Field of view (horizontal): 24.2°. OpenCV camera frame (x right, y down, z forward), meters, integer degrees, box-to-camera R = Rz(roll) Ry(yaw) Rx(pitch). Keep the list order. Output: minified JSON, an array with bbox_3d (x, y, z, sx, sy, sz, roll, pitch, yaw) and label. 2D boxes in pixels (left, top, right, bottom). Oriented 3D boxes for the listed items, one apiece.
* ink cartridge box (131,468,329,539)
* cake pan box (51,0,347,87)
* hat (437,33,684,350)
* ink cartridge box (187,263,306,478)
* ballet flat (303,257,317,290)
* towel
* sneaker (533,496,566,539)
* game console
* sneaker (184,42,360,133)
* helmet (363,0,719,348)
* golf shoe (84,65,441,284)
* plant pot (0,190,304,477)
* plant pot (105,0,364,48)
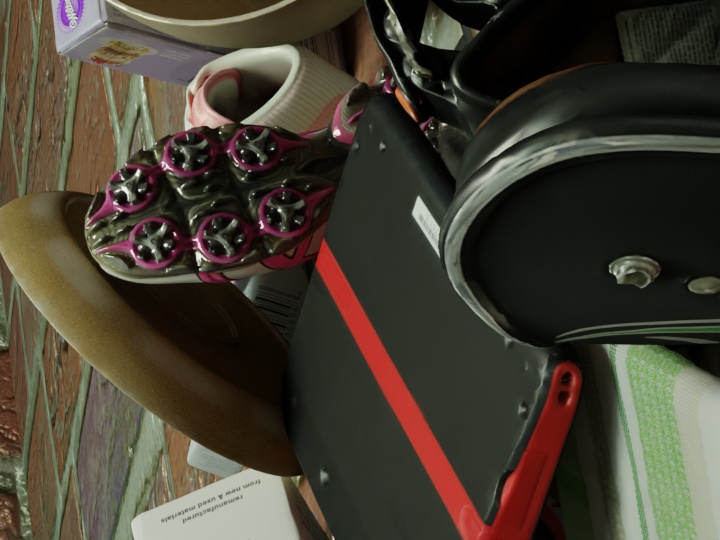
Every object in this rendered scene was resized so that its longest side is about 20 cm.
[{"bbox_3d":[-0.030,0.218,0.807,0.146,0.084,0.201,65,-177,-51],"label":"ink cartridge box"},{"bbox_3d":[-0.095,-0.198,0.988,0.052,0.199,0.186,-22,70,40],"label":"cake pan box"},{"bbox_3d":[0.076,-0.057,0.633,0.200,0.080,0.202,175,90,-73],"label":"hat"},{"bbox_3d":[-0.063,0.021,1.045,0.200,0.043,0.198,127,158,-62],"label":"ink cartridge box"},{"bbox_3d":[0.000,0.000,0.921,0.071,0.070,0.201,-126,37,-59],"label":"ballet flat"},{"bbox_3d":[0.114,0.090,0.593,0.200,0.030,0.150,-141,38,-70],"label":"towel"},{"bbox_3d":[0.042,0.122,0.772,0.200,0.081,0.077,-115,28,-50],"label":"sneaker"},{"bbox_3d":[0.023,0.049,0.690,0.200,0.031,0.178,-121,41,-49],"label":"game console"},{"bbox_3d":[-0.085,-0.054,0.929,0.200,0.105,0.076,-34,50,16],"label":"sneaker"},{"bbox_3d":[0.101,-0.080,0.376,0.200,0.190,0.201,56,-159,-35],"label":"helmet"},{"bbox_3d":[-0.034,-0.032,0.799,0.092,0.199,0.073,110,138,-64],"label":"golf shoe"},{"bbox_3d":[-0.092,0.023,0.831,0.028,0.200,0.200,-50,31,10],"label":"plant pot"},{"bbox_3d":[-0.051,-0.198,0.879,0.134,0.199,0.202,43,-143,-70],"label":"plant pot"}]
